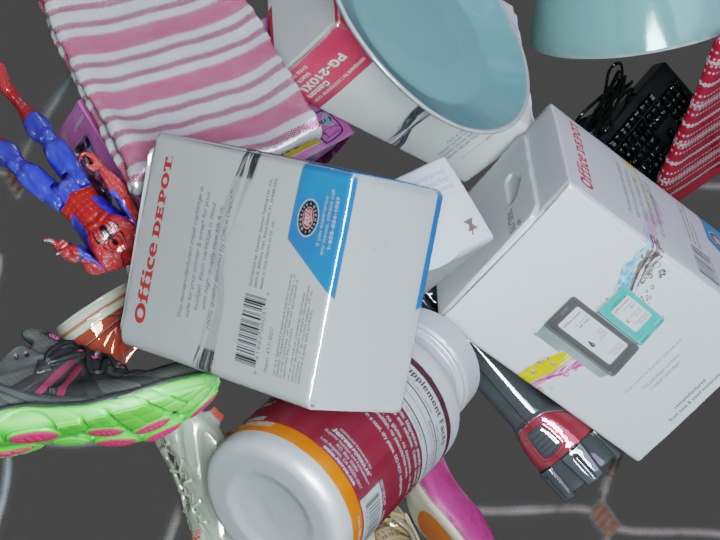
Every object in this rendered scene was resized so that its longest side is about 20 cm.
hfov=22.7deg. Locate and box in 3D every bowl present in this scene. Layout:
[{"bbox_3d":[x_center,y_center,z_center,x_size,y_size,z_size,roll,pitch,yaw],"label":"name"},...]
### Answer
[{"bbox_3d":[0.229,-0.255,1.478,0.201,0.201,0.105,-27,116,-31],"label":"bowl"}]

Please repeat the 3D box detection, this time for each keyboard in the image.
[{"bbox_3d":[0.228,-0.109,1.527,0.104,0.040,0.200,44,57,-4],"label":"keyboard"}]

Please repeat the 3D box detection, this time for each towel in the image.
[{"bbox_3d":[0.304,-0.141,1.484,0.022,0.200,0.145,41,52,23],"label":"towel"},{"bbox_3d":[-0.132,-0.151,1.285,0.146,0.030,0.200,-20,61,-17],"label":"towel"}]

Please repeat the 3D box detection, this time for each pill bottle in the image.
[{"bbox_3d":[-0.005,0.110,1.219,0.113,0.113,0.200,49,46,0],"label":"pill bottle"}]

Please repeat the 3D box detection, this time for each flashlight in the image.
[{"bbox_3d":[0.116,0.083,1.385,0.068,0.068,0.200,-39,84,-22],"label":"flashlight"}]

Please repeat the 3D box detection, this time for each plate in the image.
[{"bbox_3d":[0.045,-0.181,1.313,0.200,0.026,0.200,28,44,-31],"label":"plate"}]

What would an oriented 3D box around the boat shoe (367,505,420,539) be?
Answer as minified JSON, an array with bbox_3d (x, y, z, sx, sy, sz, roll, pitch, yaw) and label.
[{"bbox_3d":[0.013,0.194,1.287,0.071,0.065,0.200,-23,81,-30],"label":"boat shoe"}]

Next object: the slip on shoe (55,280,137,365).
[{"bbox_3d":[-0.123,0.017,1.294,0.200,0.074,0.061,-32,91,-26],"label":"slip on shoe"}]

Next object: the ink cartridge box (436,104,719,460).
[{"bbox_3d":[0.175,0.007,1.348,0.200,0.146,0.147,36,23,-17],"label":"ink cartridge box"}]

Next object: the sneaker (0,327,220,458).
[{"bbox_3d":[-0.194,0.075,1.201,0.200,0.077,0.084,-5,68,-2],"label":"sneaker"}]

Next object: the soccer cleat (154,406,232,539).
[{"bbox_3d":[-0.101,0.158,1.250,0.078,0.069,0.200,-40,87,-13],"label":"soccer cleat"}]

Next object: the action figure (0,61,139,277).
[{"bbox_3d":[-0.214,-0.066,1.239,0.065,0.099,0.200,-44,77,-4],"label":"action figure"}]

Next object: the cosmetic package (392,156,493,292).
[{"bbox_3d":[0.000,0.000,1.280,0.102,0.200,0.074,-26,81,-31],"label":"cosmetic package"}]

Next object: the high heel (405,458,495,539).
[{"bbox_3d":[0.064,0.136,1.336,0.096,0.067,0.200,-35,74,-22],"label":"high heel"}]

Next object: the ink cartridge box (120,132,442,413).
[{"bbox_3d":[-0.056,-0.001,1.153,0.084,0.200,0.146,7,96,-43],"label":"ink cartridge box"}]

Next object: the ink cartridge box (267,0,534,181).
[{"bbox_3d":[0.030,-0.176,1.387,0.200,0.084,0.145,25,44,-33],"label":"ink cartridge box"}]

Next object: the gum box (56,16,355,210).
[{"bbox_3d":[-0.119,-0.099,1.342,0.200,0.066,0.114,-29,83,-31],"label":"gum box"}]
